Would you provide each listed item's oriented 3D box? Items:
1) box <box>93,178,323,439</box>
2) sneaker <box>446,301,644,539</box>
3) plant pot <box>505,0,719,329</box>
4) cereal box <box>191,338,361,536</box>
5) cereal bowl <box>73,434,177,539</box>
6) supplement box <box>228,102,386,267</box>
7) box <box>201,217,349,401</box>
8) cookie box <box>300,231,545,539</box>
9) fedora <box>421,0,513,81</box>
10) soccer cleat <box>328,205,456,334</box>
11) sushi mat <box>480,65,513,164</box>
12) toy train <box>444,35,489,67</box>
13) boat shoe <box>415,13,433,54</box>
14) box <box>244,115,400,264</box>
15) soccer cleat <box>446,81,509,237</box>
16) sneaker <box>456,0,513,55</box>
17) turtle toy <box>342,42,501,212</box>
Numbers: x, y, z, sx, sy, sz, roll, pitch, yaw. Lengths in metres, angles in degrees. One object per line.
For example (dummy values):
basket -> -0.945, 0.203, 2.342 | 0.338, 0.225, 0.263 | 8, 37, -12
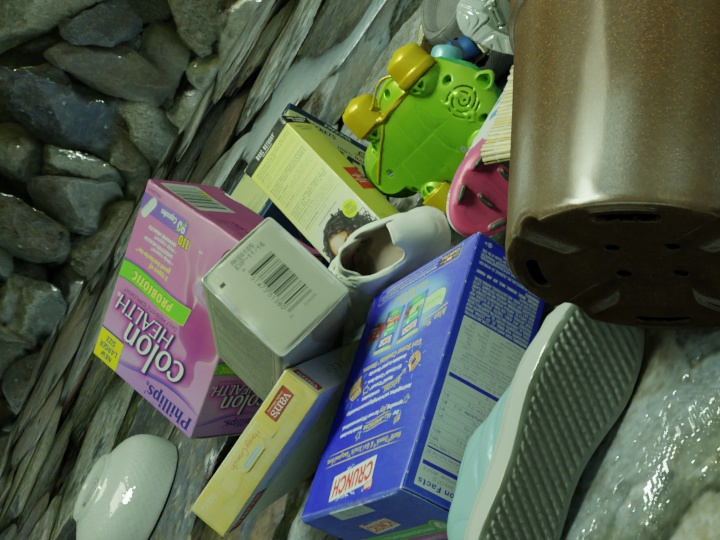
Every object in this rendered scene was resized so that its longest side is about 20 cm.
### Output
box -> -0.157, 0.036, 1.114 | 0.176, 0.096, 0.201 | 33, 110, 36
sneaker -> 0.102, 0.093, 0.686 | 0.201, 0.074, 0.082 | -62, 23, -5
plant pot -> 0.165, -0.086, 0.617 | 0.200, 0.199, 0.199 | -30, 42, 57
cereal box -> -0.053, 0.135, 0.942 | 0.144, 0.039, 0.200 | -56, -13, 12
cereal bowl -> -0.331, 0.310, 1.509 | 0.200, 0.083, 0.201 | -50, 22, 28
supplement box -> -0.077, -0.042, 1.258 | 0.200, 0.134, 0.200 | -53, 21, 25
box -> -0.070, 0.047, 0.934 | 0.078, 0.095, 0.200 | -44, -11, -17
cookie box -> 0.047, 0.096, 0.823 | 0.171, 0.075, 0.201 | -34, 32, 58
fedora -> 0.127, -0.286, 1.139 | 0.177, 0.090, 0.201 | -17, 47, 65
soccer cleat -> 0.000, 0.000, 0.954 | 0.200, 0.077, 0.070 | -38, 65, 46
sushi mat -> 0.178, -0.130, 0.805 | 0.199, 0.012, 0.096 | -5, 57, 46
toy train -> 0.140, -0.238, 1.039 | 0.200, 0.034, 0.046 | -39, -14, 18
boat shoe -> 0.107, -0.313, 1.260 | 0.201, 0.073, 0.063 | -64, 17, -2
box -> -0.019, -0.056, 1.053 | 0.075, 0.200, 0.050 | -54, -22, 25
soccer cleat -> 0.135, -0.112, 0.923 | 0.201, 0.070, 0.086 | -57, 10, -3
sneaker -> 0.174, -0.219, 0.870 | 0.199, 0.078, 0.099 | -12, 14, 9
turtle toy -> 0.064, -0.128, 1.036 | 0.200, 0.146, 0.101 | -41, 5, 45
